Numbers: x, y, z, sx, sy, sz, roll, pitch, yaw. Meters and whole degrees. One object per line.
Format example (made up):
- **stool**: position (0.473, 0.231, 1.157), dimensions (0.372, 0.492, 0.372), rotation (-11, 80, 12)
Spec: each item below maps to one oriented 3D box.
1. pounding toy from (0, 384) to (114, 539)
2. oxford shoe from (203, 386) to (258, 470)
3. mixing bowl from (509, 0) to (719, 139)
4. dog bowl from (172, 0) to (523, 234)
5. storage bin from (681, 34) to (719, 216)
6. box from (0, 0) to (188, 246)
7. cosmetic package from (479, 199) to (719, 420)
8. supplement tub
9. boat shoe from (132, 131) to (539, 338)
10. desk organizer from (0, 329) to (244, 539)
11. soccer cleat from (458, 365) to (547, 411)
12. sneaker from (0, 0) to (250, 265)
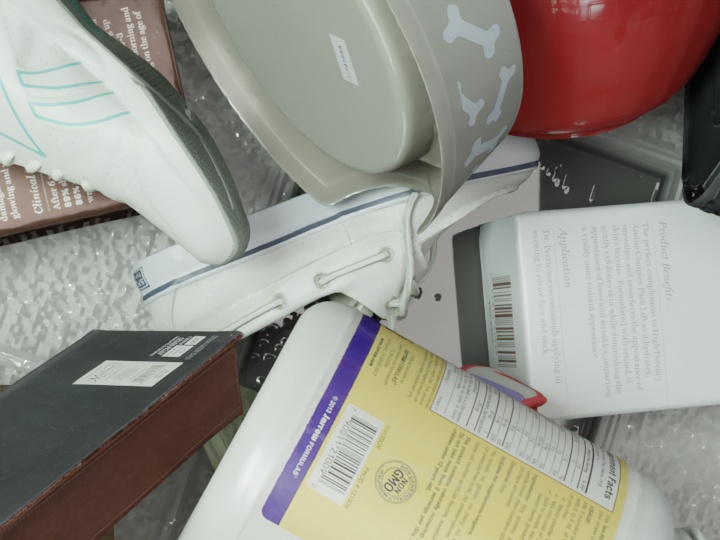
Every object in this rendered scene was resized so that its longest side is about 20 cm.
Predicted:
- **pounding toy**: position (-0.193, 0.108, 0.696), dimensions (0.141, 0.184, 0.202), rotation (-2, 90, 22)
- **oxford shoe**: position (-0.019, 0.139, 0.784), dimensions (0.200, 0.075, 0.058), rotation (52, 125, 18)
- **mixing bowl**: position (0.089, -0.131, 0.786), dimensions (0.199, 0.200, 0.109), rotation (-10, 122, -9)
- **dog bowl**: position (-0.011, -0.112, 0.706), dimensions (0.059, 0.200, 0.201), rotation (-36, 93, -20)
- **storage bin**: position (0.219, -0.116, 0.776), dimensions (0.093, 0.136, 0.201), rotation (21, 44, -7)
- **box**: position (-0.178, -0.059, 0.781), dimensions (0.199, 0.075, 0.101), rotation (-12, 90, -11)
- **cosmetic package**: position (0.164, 0.015, 0.833), dimensions (0.198, 0.074, 0.103), rotation (-4, 89, -11)
- **supplement tub**: position (0.035, 0.118, 0.681), dimensions (0.199, 0.145, 0.146), rotation (29, 83, -1)
- **boat shoe**: position (0.000, 0.000, 0.805), dimensions (0.201, 0.075, 0.087), rotation (-21, 90, -7)
- **desk organizer**: position (-0.110, 0.090, 0.622), dimensions (0.071, 0.200, 0.078), rotation (0, 107, 21)
- **soccer cleat**: position (0.069, 0.140, 0.788), dimensions (0.066, 0.076, 0.201), rotation (-22, 106, -35)
- **sneaker**: position (-0.129, -0.070, 0.727), dimensions (0.080, 0.070, 0.200), rotation (-44, 92, 7)
